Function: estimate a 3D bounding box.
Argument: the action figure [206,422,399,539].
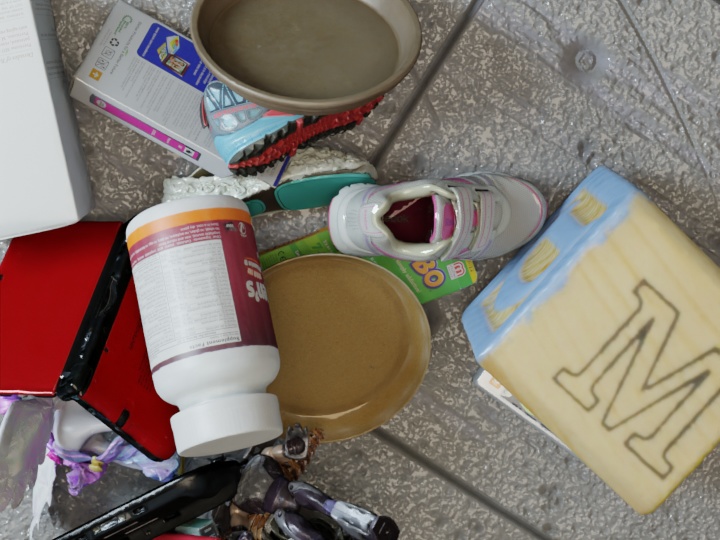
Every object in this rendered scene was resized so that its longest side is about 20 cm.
[{"bbox_3d":[-0.060,0.205,1.529,0.199,0.069,0.131,25,91,29],"label":"action figure"}]

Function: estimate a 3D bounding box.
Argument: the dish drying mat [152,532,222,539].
[{"bbox_3d":[-0.166,0.269,1.545,0.018,0.199,0.078,-26,101,-33],"label":"dish drying mat"}]

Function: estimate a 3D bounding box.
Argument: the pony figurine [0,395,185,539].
[{"bbox_3d":[-0.255,0.136,1.544,0.197,0.167,0.195,2,68,1],"label":"pony figurine"}]

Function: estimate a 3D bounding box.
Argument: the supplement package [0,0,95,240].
[{"bbox_3d":[-0.310,-0.132,1.493,0.116,0.117,0.203,-12,97,-1],"label":"supplement package"}]

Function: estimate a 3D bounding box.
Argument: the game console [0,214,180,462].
[{"bbox_3d":[-0.232,0.060,1.512,0.118,0.201,0.172,-25,125,37],"label":"game console"}]

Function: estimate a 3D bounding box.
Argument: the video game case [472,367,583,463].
[{"bbox_3d":[0.234,0.087,1.605,0.199,0.023,0.183,35,97,-8],"label":"video game case"}]

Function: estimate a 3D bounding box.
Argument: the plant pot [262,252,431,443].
[{"bbox_3d":[-0.035,0.067,1.561,0.197,0.028,0.202,-3,120,-5],"label":"plant pot"}]

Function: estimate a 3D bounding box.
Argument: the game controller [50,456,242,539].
[{"bbox_3d":[-0.198,0.214,1.507,0.198,0.104,0.042,-28,71,13],"label":"game controller"}]

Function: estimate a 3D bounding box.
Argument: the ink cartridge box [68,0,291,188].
[{"bbox_3d":[-0.147,-0.149,1.517,0.198,0.037,0.095,27,59,-5],"label":"ink cartridge box"}]

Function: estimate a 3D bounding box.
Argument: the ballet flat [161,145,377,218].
[{"bbox_3d":[-0.086,-0.083,1.543,0.198,0.072,0.073,-15,100,-1],"label":"ballet flat"}]

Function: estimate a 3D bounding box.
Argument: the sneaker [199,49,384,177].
[{"bbox_3d":[-0.050,-0.164,1.498,0.199,0.079,0.096,-28,76,-30],"label":"sneaker"}]

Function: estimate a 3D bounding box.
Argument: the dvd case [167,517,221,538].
[{"bbox_3d":[-0.138,0.316,1.577,0.022,0.145,0.202,-29,103,-32],"label":"dvd case"}]

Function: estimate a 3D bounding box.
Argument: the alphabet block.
[{"bbox_3d":[0.225,0.054,1.493,0.200,0.195,0.197,43,98,-7],"label":"alphabet block"}]

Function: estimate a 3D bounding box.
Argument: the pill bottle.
[{"bbox_3d":[-0.128,0.047,1.455,0.108,0.110,0.202,-13,77,0],"label":"pill bottle"}]

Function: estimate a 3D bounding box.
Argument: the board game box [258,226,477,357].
[{"bbox_3d":[0.000,0.000,1.578,0.198,0.030,0.097,-20,101,4],"label":"board game box"}]

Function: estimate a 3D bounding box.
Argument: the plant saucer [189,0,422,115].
[{"bbox_3d":[-0.046,-0.198,1.475,0.197,0.202,0.030,4,136,-3],"label":"plant saucer"}]

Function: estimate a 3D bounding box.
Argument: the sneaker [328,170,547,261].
[{"bbox_3d":[0.077,-0.042,1.512,0.198,0.088,0.082,-7,97,-17],"label":"sneaker"}]

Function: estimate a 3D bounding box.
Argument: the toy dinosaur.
[{"bbox_3d":[-0.071,0.249,1.590,0.134,0.102,0.202,20,117,10],"label":"toy dinosaur"}]
